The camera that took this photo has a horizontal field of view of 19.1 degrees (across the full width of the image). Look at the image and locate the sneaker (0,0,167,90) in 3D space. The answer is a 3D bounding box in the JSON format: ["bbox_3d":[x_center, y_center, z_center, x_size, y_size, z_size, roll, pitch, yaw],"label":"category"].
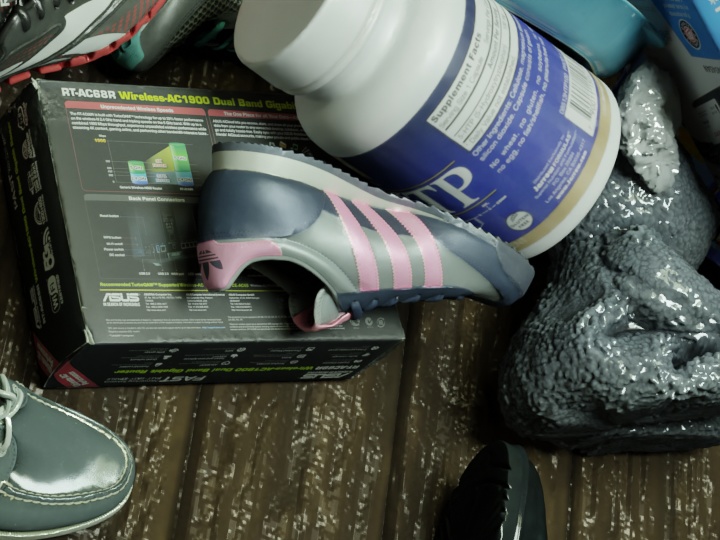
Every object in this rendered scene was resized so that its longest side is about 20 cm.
[{"bbox_3d":[-0.171,-0.140,1.099,0.199,0.098,0.071,-29,81,-21],"label":"sneaker"}]

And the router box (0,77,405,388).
[{"bbox_3d":[-0.086,-0.019,1.147,0.199,0.062,0.151,1,66,-34],"label":"router box"}]

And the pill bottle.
[{"bbox_3d":[0.034,-0.100,1.155,0.199,0.119,0.121,32,50,-31],"label":"pill bottle"}]

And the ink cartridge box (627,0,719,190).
[{"bbox_3d":[0.238,-0.099,1.217,0.084,0.145,0.201,-32,103,-5],"label":"ink cartridge box"}]

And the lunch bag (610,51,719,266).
[{"bbox_3d":[0.243,-0.092,1.353,0.199,0.151,0.094,34,22,-6],"label":"lunch bag"}]

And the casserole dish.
[{"bbox_3d":[0.079,-0.165,1.215,0.199,0.121,0.039,32,90,12],"label":"casserole dish"}]

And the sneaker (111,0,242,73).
[{"bbox_3d":[-0.062,-0.157,1.236,0.091,0.077,0.200,51,50,-5],"label":"sneaker"}]

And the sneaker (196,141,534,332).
[{"bbox_3d":[0.000,0.000,1.122,0.199,0.070,0.083,19,77,-26],"label":"sneaker"}]

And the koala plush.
[{"bbox_3d":[0.155,-0.007,1.233,0.182,0.177,0.202,-2,74,-22],"label":"koala plush"}]

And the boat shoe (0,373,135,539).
[{"bbox_3d":[-0.191,0.078,1.020,0.199,0.062,0.073,17,56,-26],"label":"boat shoe"}]

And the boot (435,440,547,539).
[{"bbox_3d":[0.117,0.208,1.154,0.161,0.073,0.200,21,62,-21],"label":"boot"}]
